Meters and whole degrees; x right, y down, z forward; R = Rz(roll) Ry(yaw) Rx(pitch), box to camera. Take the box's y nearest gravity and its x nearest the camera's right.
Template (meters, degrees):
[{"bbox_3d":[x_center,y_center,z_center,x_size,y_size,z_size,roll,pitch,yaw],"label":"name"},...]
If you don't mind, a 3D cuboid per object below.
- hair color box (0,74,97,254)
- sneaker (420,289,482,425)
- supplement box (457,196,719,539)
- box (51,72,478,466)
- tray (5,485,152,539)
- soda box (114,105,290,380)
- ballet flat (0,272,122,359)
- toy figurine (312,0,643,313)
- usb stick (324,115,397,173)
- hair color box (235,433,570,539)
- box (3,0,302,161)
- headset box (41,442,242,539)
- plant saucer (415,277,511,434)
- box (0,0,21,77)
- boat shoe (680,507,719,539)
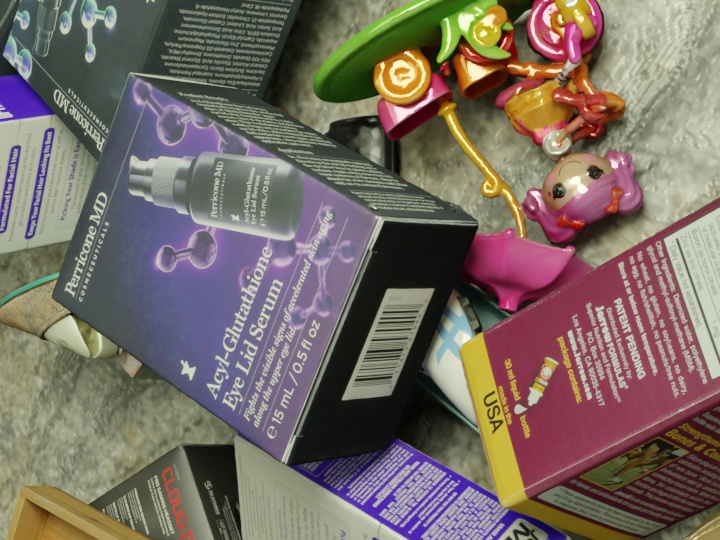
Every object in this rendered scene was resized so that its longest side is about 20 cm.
[{"bbox_3d":[-0.228,-0.075,1.082,0.065,0.199,0.110,39,125,31],"label":"hair color box"},{"bbox_3d":[0.021,0.019,0.941,0.072,0.072,0.200,-34,65,-3],"label":"sneaker"},{"bbox_3d":[0.173,0.054,0.832,0.200,0.131,0.104,-31,54,26],"label":"supplement box"},{"bbox_3d":[-0.057,-0.005,0.892,0.200,0.104,0.149,29,106,31],"label":"box"},{"bbox_3d":[-0.155,0.220,1.012,0.199,0.037,0.099,20,94,35],"label":"tray"},{"bbox_3d":[-0.104,-0.020,1.086,0.068,0.063,0.200,45,108,31],"label":"soda box"},{"bbox_3d":[-0.164,0.020,1.046,0.199,0.068,0.068,-25,78,32],"label":"ballet flat"},{"bbox_3d":[0.099,-0.072,0.937,0.199,0.150,0.185,-26,82,3],"label":"toy figurine"},{"bbox_3d":[0.000,0.000,1.029,0.055,0.033,0.201,-5,81,30],"label":"usb stick"},{"bbox_3d":[0.021,0.162,0.926,0.199,0.065,0.110,29,139,29],"label":"hair color box"},{"bbox_3d":[-0.124,-0.184,1.001,0.148,0.107,0.201,44,122,36],"label":"box"},{"bbox_3d":[-0.129,0.218,1.062,0.200,0.077,0.149,-34,66,28],"label":"headset box"},{"bbox_3d":[0.031,0.023,0.986,0.200,0.019,0.070,38,94,19],"label":"plant saucer"},{"bbox_3d":[-0.250,-0.156,1.145,0.107,0.148,0.200,44,108,30],"label":"box"},{"bbox_3d":[0.177,0.189,0.859,0.200,0.064,0.071,-49,60,19],"label":"boat shoe"}]
